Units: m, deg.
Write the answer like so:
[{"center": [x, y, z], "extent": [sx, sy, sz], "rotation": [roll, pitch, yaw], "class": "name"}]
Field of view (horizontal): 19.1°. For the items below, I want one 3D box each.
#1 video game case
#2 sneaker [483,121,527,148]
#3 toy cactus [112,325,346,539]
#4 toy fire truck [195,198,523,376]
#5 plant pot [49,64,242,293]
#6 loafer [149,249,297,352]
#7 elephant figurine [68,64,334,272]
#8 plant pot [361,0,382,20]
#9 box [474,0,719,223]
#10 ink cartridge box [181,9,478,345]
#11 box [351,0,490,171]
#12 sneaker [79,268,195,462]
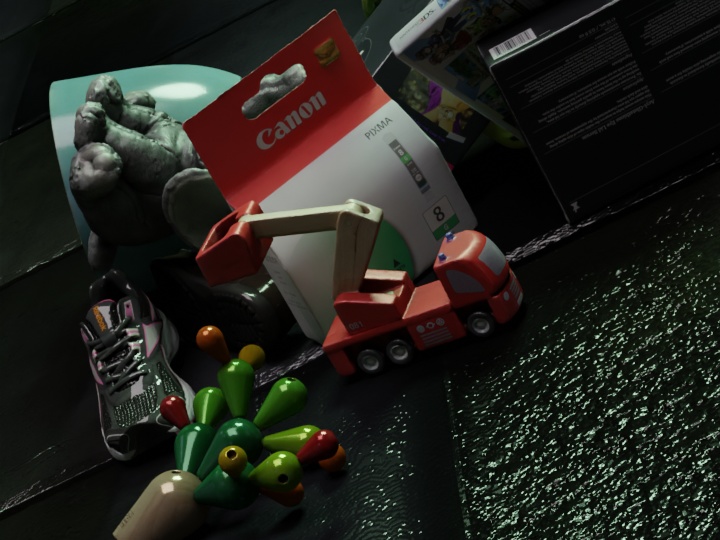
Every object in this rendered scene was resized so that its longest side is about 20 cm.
[{"center": [0.148, -0.187, 1.627], "extent": [0.182, 0.200, 0.022], "rotation": [-40, 50, 20], "class": "video game case"}, {"center": [0.170, -0.180, 1.781], "extent": [0.200, 0.074, 0.084], "rotation": [-37, 27, -17], "class": "sneaker"}, {"center": [-0.102, 0.129, 1.452], "extent": [0.165, 0.102, 0.200], "rotation": [-44, 33, -8], "class": "toy cactus"}, {"center": [0.000, 0.000, 1.513], "extent": [0.199, 0.141, 0.049], "rotation": [-20, 24, 24], "class": "toy fire truck"}, {"center": [-0.162, -0.088, 1.847], "extent": [0.160, 0.201, 0.201], "rotation": [-16, 23, 2], "class": "plant pot"}, {"center": [-0.101, 0.020, 1.708], "extent": [0.071, 0.073, 0.200], "rotation": [-29, 25, -25], "class": "loafer"}, {"center": [-0.121, -0.080, 1.683], "extent": [0.199, 0.155, 0.142], "rotation": [5, 73, 6], "class": "elephant figurine"}, {"center": [0.075, -0.310, 2.071], "extent": [0.199, 0.200, 0.190], "rotation": [-18, 38, 26], "class": "plant pot"}, {"center": [0.206, -0.149, 1.579], "extent": [0.199, 0.141, 0.079], "rotation": [-28, 21, 5], "class": "box"}, {"center": [-0.019, -0.069, 1.607], "extent": [0.161, 0.200, 0.050], "rotation": [-39, 26, -22], "class": "ink cartridge box"}, {"center": [0.037, -0.141, 1.731], "extent": [0.200, 0.106, 0.122], "rotation": [-52, 19, -5], "class": "box"}, {"center": [-0.186, 0.069, 1.656], "extent": [0.080, 0.086, 0.200], "rotation": [-30, 29, 2], "class": "sneaker"}]
